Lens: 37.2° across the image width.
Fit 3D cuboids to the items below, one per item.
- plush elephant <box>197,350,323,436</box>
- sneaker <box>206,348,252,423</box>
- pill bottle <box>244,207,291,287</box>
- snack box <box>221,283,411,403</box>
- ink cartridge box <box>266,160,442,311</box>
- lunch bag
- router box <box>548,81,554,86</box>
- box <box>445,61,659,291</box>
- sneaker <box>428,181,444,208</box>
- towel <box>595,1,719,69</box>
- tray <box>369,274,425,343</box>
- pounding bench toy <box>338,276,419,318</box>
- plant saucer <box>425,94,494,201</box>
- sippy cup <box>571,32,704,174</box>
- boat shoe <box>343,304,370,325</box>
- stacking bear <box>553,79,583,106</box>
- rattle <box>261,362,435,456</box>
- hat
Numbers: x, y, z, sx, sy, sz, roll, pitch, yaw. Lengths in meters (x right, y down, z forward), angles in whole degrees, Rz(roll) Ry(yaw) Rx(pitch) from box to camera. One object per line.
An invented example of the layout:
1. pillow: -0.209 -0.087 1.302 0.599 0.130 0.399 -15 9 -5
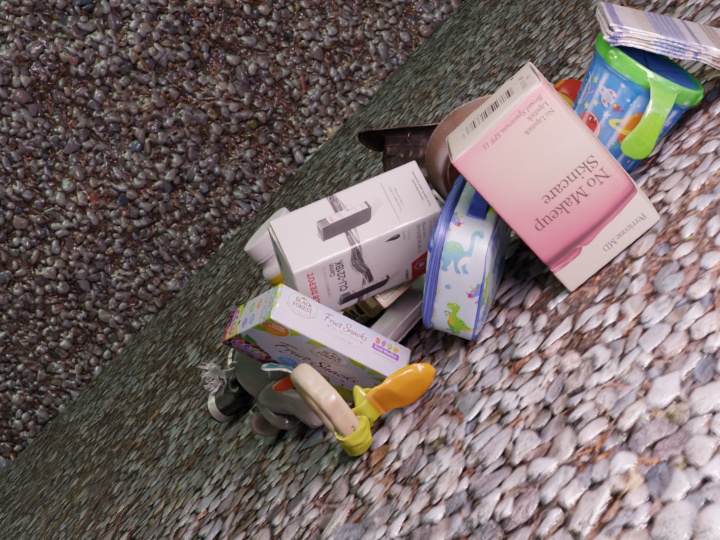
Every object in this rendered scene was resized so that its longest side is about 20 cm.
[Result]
1. plush elephant: -0.111 0.150 1.525 0.198 0.166 0.155 -7 -13 17
2. sneaker: -0.194 0.173 1.848 0.090 0.066 0.201 -32 23 36
3. pill bottle: -0.084 0.003 1.713 0.114 0.200 0.114 -42 14 13
4. snack box: -0.055 0.096 1.345 0.142 0.199 0.053 -28 41 53
5. ink cartridge box: -0.003 -0.032 1.329 0.198 0.084 0.145 -23 -27 -7
6. lunch bag: 0.132 -0.032 1.269 0.201 0.082 0.162 -62 -17 -50
7. router box: 0.239 -0.218 1.707 0.200 0.049 0.180 -43 14 10
8. box: 0.203 -0.101 1.147 0.128 0.200 0.109 -41 15 15
9. sneaker: 0.140 -0.110 1.537 0.108 0.070 0.200 -43 11 7
10. towel: 0.364 -0.259 1.201 0.147 0.198 0.024 -77 0 -63
11. tray: 0.067 0.052 1.444 0.200 0.022 0.107 -45 11 -35
12. pounding bench toy: 0.000 0.000 1.488 0.200 0.124 0.156 -43 -2 -12
13. plant saucer: 0.180 -0.130 1.338 0.200 0.200 0.032 -36 33 33
14. sippy cup: 0.307 -0.189 1.245 0.177 0.139 0.131 -20 -36 -55
15. boat shoe: -0.003 0.044 1.624 0.200 0.076 0.072 -46 15 4
16. stacking bear: 0.253 -0.197 1.444 0.199 0.114 0.122 -32 -10 -35
17. rattle: -0.023 0.126 1.297 0.143 0.130 0.200 -55 22 -3
18. hat: 0.094 -0.172 1.660 0.200 0.199 0.082 164 110 -64
